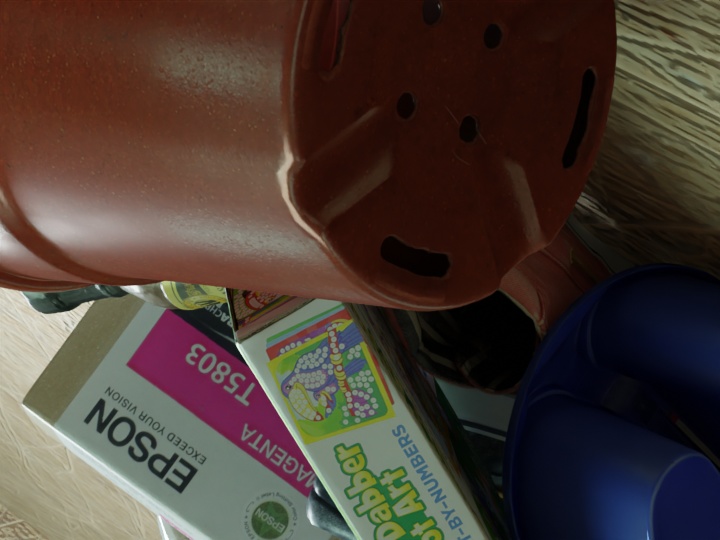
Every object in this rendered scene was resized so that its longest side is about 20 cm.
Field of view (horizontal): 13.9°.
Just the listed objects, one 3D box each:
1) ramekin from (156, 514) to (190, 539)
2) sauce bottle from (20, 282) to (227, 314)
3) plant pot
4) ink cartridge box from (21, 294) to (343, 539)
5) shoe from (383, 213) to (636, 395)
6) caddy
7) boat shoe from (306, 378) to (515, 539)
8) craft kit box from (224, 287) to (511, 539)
[{"bbox_3d":[-0.014,0.124,1.558,0.200,0.201,0.098,31,159,28],"label":"ramekin"},{"bbox_3d":[-0.058,-0.018,1.263,0.199,0.065,0.065,-12,138,30],"label":"sauce bottle"},{"bbox_3d":[-0.034,-0.075,0.964,0.195,0.201,0.201,14,154,44],"label":"plant pot"},{"bbox_3d":[-0.040,0.063,1.465,0.199,0.165,0.075,34,172,15],"label":"ink cartridge box"},{"bbox_3d":[0.069,0.024,1.168,0.071,0.091,0.200,-18,130,29],"label":"shoe"},{"bbox_3d":[0.138,0.089,1.134,0.105,0.142,0.200,15,153,52],"label":"caddy"},{"bbox_3d":[0.078,0.096,1.283,0.199,0.091,0.071,18,-163,-2],"label":"boat shoe"},{"bbox_3d":[0.007,0.056,1.117,0.201,0.048,0.198,59,-173,-24],"label":"craft kit box"}]
